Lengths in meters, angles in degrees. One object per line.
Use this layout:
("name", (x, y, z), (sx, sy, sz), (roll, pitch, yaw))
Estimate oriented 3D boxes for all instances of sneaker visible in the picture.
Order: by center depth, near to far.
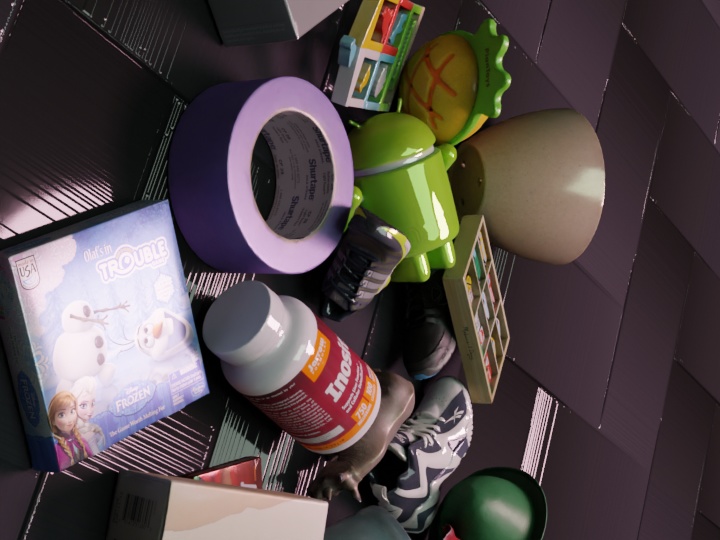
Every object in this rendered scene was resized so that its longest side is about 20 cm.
("sneaker", (0.000, 0.000, 1.497), (0.081, 0.074, 0.200), (-54, 170, -24))
("sneaker", (0.063, 0.198, 1.635), (0.200, 0.079, 0.130), (-62, 144, -17))
("sneaker", (0.075, 0.035, 1.666), (0.082, 0.073, 0.201), (39, 50, -42))

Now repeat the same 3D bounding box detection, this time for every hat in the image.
("hat", (0.112, 0.268, 1.620), (0.176, 0.199, 0.166), (43, 69, -35))

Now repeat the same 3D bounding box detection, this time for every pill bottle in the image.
("pill bottle", (-0.072, 0.099, 1.431), (0.200, 0.112, 0.114), (46, 56, -43))

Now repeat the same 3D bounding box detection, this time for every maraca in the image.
("maraca", (0.113, -0.217, 1.611), (0.106, 0.200, 0.138), (0, 80, -31))

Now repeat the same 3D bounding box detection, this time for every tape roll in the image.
("tape roll", (-0.099, -0.097, 1.419), (0.199, 0.085, 0.202), (0, 90, -53))

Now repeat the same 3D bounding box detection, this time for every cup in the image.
("cup", (0.194, -0.108, 1.742), (0.142, 0.200, 0.202), (1, 90, -24))

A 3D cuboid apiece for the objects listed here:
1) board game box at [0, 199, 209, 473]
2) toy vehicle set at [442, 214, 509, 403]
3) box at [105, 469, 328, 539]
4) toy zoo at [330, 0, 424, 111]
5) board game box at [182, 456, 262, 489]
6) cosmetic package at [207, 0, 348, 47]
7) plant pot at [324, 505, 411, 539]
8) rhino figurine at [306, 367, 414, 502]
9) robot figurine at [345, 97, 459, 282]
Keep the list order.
("board game box", (-0.238, 0.055, 1.271), (0.200, 0.043, 0.200), (-27, 110, -49))
("toy vehicle set", (0.143, 0.048, 1.684), (0.125, 0.026, 0.201), (-68, 150, -47))
("box", (-0.136, 0.248, 1.339), (0.199, 0.095, 0.078), (17, 79, -43))
("toy zoo", (0.017, -0.244, 1.531), (0.132, 0.020, 0.200), (-71, 165, 9))
("board game box", (-0.137, 0.301, 1.425), (0.103, 0.019, 0.202), (-9, 97, -53))
("cosmetic package", (-0.063, -0.314, 1.447), (0.200, 0.106, 0.091), (-47, 126, -40))
("plant pot", (-0.018, 0.366, 1.463), (0.133, 0.200, 0.202), (-13, 102, -25))
("rhino figurine", (-0.004, 0.190, 1.542), (0.060, 0.087, 0.200), (59, 47, -33))
("robot figurine", (0.045, -0.089, 1.575), (0.175, 0.115, 0.201), (-26, 107, -33))
